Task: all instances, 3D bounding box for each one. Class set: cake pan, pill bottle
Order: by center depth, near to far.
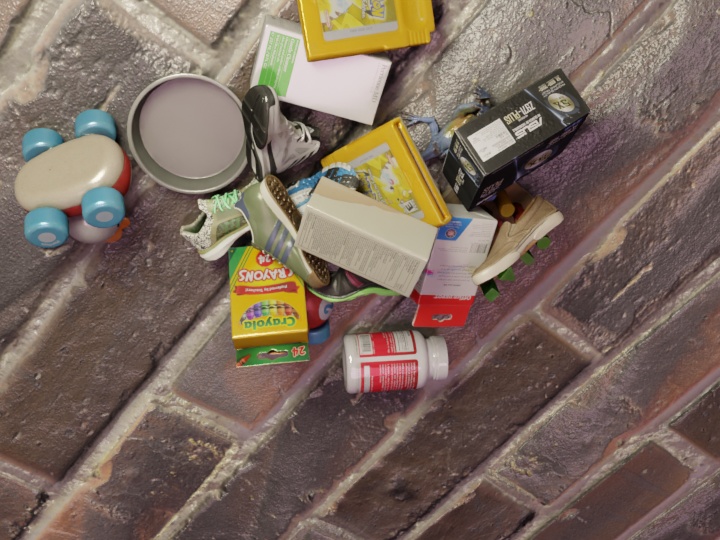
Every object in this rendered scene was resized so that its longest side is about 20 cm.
[{"bbox_3d":[-0.271,-0.222,1.205,0.196,0.037,0.203,-4,122,-6],"label":"cake pan"},{"bbox_3d":[0.066,0.175,1.454,0.196,0.113,0.114,-3,122,-6],"label":"pill bottle"}]

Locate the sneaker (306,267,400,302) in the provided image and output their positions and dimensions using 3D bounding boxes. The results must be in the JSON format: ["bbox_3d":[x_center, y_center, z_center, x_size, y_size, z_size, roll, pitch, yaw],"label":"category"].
[{"bbox_3d":[0.000,0.000,1.256,0.197,0.077,0.085,-8,115,20],"label":"sneaker"}]

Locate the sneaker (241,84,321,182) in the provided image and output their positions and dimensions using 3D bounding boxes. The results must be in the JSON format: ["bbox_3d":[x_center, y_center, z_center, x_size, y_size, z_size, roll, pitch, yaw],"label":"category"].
[{"bbox_3d":[-0.117,-0.225,1.157,0.114,0.076,0.201,-25,159,-20],"label":"sneaker"}]

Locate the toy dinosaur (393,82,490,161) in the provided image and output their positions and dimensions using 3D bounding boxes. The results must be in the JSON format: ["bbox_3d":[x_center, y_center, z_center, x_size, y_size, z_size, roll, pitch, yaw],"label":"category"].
[{"bbox_3d":[0.155,-0.209,1.249,0.197,0.106,0.182,11,139,-26],"label":"toy dinosaur"}]

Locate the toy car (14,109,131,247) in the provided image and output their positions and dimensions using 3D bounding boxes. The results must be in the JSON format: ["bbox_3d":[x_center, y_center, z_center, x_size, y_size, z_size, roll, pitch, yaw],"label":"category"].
[{"bbox_3d":[-0.423,-0.110,1.196,0.174,0.187,0.201,-18,152,3],"label":"toy car"}]

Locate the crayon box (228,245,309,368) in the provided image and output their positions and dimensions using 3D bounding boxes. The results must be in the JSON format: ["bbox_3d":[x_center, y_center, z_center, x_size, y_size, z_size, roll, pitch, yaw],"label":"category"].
[{"bbox_3d":[-0.152,0.054,1.243,0.125,0.203,0.051,-6,152,-5],"label":"crayon box"}]

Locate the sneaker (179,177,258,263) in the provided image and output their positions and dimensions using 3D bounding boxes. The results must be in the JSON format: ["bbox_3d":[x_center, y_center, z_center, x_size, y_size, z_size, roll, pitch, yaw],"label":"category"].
[{"bbox_3d":[-0.228,-0.099,1.256,0.200,0.077,0.088,-44,130,17],"label":"sneaker"}]

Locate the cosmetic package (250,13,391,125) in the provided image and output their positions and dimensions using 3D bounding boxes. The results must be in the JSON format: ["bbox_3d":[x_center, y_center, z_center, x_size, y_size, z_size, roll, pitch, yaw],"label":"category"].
[{"bbox_3d":[-0.063,-0.309,1.154,0.197,0.085,0.109,12,116,-13],"label":"cosmetic package"}]

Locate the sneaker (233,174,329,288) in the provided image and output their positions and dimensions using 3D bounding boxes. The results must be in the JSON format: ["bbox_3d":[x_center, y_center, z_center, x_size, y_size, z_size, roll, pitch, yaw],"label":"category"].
[{"bbox_3d":[-0.132,-0.051,1.221,0.089,0.067,0.202,-22,109,24],"label":"sneaker"}]

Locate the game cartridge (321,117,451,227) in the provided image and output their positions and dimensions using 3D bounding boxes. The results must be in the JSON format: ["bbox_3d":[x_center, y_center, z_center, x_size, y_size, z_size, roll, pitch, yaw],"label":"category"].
[{"bbox_3d":[0.033,-0.130,1.207,0.199,0.032,0.178,-19,103,49],"label":"game cartridge"}]

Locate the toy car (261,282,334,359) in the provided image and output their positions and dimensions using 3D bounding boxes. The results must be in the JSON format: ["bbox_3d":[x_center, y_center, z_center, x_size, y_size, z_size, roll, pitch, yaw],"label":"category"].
[{"bbox_3d":[-0.127,0.090,1.322,0.174,0.201,0.187,-6,123,-4],"label":"toy car"}]

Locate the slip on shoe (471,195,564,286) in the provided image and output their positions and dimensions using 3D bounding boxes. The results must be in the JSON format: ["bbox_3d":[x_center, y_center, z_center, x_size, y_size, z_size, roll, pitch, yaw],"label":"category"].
[{"bbox_3d":[0.251,-0.051,1.245,0.199,0.076,0.061,-38,87,-13],"label":"slip on shoe"}]

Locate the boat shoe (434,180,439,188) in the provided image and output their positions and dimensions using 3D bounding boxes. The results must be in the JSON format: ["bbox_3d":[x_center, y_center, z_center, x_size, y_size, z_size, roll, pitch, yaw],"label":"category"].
[{"bbox_3d":[0.065,-0.079,1.320,0.075,0.062,0.200,44,111,0],"label":"boat shoe"}]

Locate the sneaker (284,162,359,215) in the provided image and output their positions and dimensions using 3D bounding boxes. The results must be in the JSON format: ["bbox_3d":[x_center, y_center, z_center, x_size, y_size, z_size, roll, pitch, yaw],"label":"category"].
[{"bbox_3d":[-0.060,-0.114,1.239,0.198,0.075,0.087,-11,129,49],"label":"sneaker"}]

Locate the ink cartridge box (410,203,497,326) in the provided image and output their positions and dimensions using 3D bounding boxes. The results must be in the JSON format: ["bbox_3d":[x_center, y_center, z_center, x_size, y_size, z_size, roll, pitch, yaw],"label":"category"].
[{"bbox_3d":[0.145,-0.008,1.273,0.114,0.067,0.203,2,115,-27],"label":"ink cartridge box"}]

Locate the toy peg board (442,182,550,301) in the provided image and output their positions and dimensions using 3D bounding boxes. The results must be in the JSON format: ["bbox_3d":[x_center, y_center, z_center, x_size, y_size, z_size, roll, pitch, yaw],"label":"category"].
[{"bbox_3d":[0.226,-0.062,1.339,0.198,0.098,0.200,34,111,-25],"label":"toy peg board"}]

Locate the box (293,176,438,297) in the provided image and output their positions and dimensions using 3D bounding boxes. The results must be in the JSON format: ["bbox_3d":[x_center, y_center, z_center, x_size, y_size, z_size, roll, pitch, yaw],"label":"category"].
[{"bbox_3d":[0.009,-0.050,1.141,0.197,0.078,0.096,25,136,-1],"label":"box"}]

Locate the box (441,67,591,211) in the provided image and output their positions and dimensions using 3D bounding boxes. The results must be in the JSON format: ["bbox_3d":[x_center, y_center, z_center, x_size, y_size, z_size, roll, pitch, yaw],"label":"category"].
[{"bbox_3d":[0.239,-0.201,1.181,0.198,0.164,0.087,-31,79,-9],"label":"box"}]

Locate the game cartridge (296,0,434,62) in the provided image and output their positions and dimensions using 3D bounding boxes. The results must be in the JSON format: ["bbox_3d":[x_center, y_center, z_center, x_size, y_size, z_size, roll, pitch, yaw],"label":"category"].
[{"bbox_3d":[0.004,-0.406,1.082,0.197,0.032,0.179,-12,100,-10],"label":"game cartridge"}]
